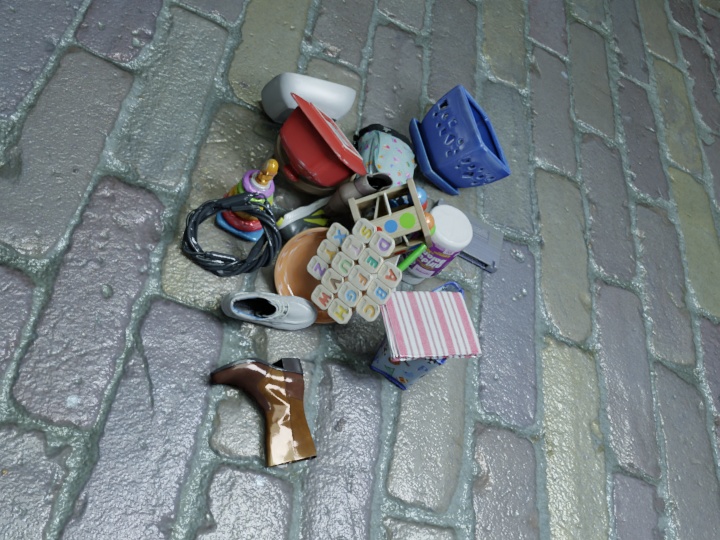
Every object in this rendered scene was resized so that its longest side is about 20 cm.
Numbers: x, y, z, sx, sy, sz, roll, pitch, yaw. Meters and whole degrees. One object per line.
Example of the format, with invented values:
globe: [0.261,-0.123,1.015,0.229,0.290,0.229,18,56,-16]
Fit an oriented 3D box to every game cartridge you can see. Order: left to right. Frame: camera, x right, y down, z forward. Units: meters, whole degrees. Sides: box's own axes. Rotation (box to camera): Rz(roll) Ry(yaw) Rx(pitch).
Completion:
game cartridge: [0.266,-0.087,1.870,0.200,0.038,0.130,27,47,-12]

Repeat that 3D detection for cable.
cable: [-0.264,-0.068,1.507,0.199,0.051,0.164,-16,105,0]

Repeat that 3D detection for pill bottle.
pill bottle: [0.157,-0.051,1.675,0.112,0.200,0.113,14,54,-20]

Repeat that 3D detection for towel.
towel: [0.135,0.109,1.459,0.199,0.030,0.147,1,58,-25]

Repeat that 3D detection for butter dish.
butter dish: [-0.103,-0.250,1.586,0.200,0.148,0.199,53,12,14]

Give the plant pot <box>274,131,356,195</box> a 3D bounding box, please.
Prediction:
plant pot: [-0.114,-0.245,1.720,0.200,0.093,0.201,13,55,-20]

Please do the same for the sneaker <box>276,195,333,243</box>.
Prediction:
sneaker: [-0.107,-0.107,1.661,0.200,0.074,0.085,-26,95,-38]

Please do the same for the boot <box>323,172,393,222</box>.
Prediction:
boot: [0.013,-0.168,1.635,0.200,0.146,0.070,-22,83,-56]

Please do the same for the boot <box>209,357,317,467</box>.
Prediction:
boot: [-0.183,0.269,1.390,0.188,0.068,0.201,5,65,-35]

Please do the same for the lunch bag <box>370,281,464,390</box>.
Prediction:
lunch bag: [0.134,0.130,1.566,0.124,0.170,0.200,35,51,-7]

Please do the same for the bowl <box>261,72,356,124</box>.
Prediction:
bowl: [-0.129,-0.390,1.754,0.199,0.200,0.075,10,82,-24]

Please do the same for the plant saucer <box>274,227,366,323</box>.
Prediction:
plant saucer: [-0.079,0.009,1.544,0.200,0.200,0.037,37,8,-3]

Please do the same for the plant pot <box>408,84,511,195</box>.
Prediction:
plant pot: [0.243,-0.315,1.878,0.200,0.179,0.201,27,43,-54]

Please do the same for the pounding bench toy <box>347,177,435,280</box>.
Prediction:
pounding bench toy: [0.083,-0.065,1.525,0.155,0.124,0.201,-18,79,4]

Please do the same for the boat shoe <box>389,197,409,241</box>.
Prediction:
boat shoe: [0.092,-0.133,1.704,0.084,0.200,0.069,35,76,20]

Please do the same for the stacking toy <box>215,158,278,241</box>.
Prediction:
stacking toy: [-0.218,-0.165,1.540,0.110,0.200,0.116,27,50,-11]

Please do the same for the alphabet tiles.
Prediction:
alphabet tiles: [-0.017,0.001,1.462,0.195,0.200,0.015,39,13,28]

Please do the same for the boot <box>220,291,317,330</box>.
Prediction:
boot: [-0.172,0.082,1.465,0.199,0.096,0.074,6,90,-20]

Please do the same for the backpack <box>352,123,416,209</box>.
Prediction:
backpack: [0.055,-0.248,1.795,0.166,0.127,0.201,22,55,-20]

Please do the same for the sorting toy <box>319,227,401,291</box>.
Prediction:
sorting toy: [0.000,0.000,1.630,0.199,0.107,0.181,-5,70,-31]
